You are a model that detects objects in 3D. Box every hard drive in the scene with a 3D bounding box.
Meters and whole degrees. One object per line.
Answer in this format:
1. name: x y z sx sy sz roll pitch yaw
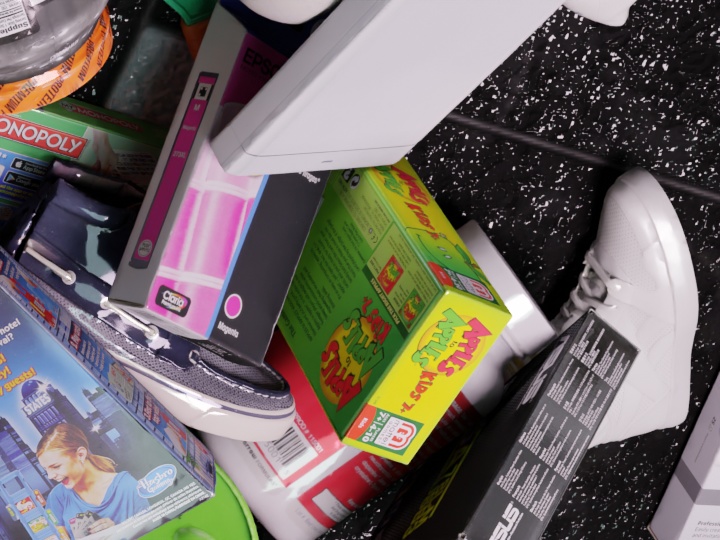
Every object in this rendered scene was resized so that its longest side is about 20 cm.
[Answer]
1. hard drive: 0.030 -0.115 1.246 0.132 0.027 0.200 -7 151 -46

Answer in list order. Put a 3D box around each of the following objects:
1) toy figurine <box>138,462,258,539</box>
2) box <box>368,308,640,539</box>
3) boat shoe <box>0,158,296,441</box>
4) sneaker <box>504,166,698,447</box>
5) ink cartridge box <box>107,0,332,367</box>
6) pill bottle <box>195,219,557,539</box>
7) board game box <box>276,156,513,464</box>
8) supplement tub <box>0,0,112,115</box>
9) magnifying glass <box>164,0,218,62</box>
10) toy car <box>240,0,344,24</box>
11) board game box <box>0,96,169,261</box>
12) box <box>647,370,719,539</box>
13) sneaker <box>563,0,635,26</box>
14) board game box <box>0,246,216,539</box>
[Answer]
1. toy figurine: -0.092 0.186 1.462 0.184 0.200 0.150 49 61 -77
2. box: 0.060 0.138 1.445 0.047 0.200 0.193 38 138 -4
3. boat shoe: -0.106 0.016 1.345 0.200 0.075 0.093 25 108 -23
4. sneaker: 0.138 0.037 1.522 0.115 0.074 0.200 -19 131 -15
5. ink cartridge box: -0.059 -0.059 1.312 0.095 0.037 0.200 29 75 -46
6. pill bottle: 0.009 0.062 1.457 0.200 0.112 0.112 -36 130 3
7. board game box: 0.000 0.000 1.349 0.048 0.200 0.102 20 114 -34
8. supplement tub: -0.187 -0.180 1.185 0.122 0.123 0.200 -21 130 -9
9. magnifying glass: -0.090 -0.153 1.318 0.079 0.022 0.200 -24 128 -7
10. toy car: -0.012 -0.223 1.183 0.200 0.150 0.175 -27 94 -4
11. board game box: -0.164 -0.027 1.368 0.200 0.029 0.135 17 115 -32
12. box: 0.296 0.105 1.665 0.156 0.041 0.200 5 120 -27
13. sneaker: 0.175 -0.211 1.350 0.200 0.075 0.087 -38 143 17
14. board game box: -0.209 0.073 1.288 0.200 0.062 0.200 -29 105 4
